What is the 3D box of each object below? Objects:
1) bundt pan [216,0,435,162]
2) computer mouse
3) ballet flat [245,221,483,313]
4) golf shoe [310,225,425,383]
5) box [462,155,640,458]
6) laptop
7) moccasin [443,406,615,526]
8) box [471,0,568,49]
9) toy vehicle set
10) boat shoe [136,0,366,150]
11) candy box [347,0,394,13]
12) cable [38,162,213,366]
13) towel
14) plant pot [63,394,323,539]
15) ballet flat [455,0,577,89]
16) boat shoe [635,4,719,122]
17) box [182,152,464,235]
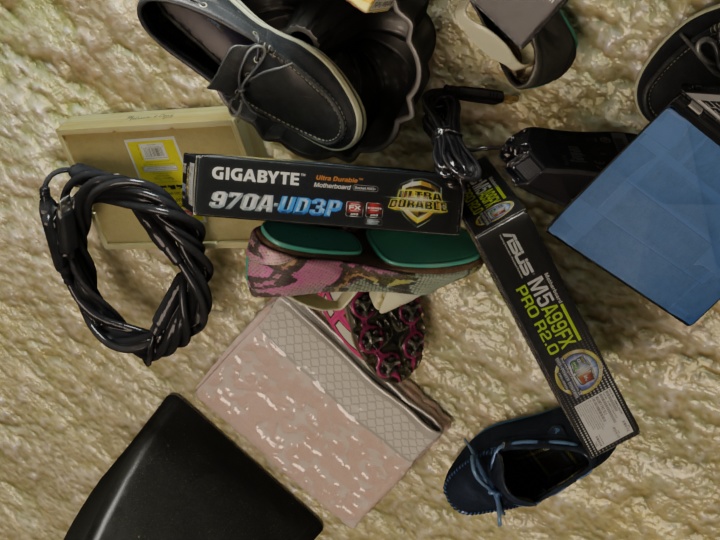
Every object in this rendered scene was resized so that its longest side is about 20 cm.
[{"bbox_3d":[-0.027,-0.187,1.396,0.201,0.076,0.203,17,129,22],"label":"bundt pan"},{"bbox_3d":[0.137,-0.085,1.351,0.199,0.141,0.046,1,124,-14],"label":"computer mouse"},{"bbox_3d":[0.000,0.000,1.463,0.199,0.069,0.071,1,123,-24],"label":"ballet flat"},{"bbox_3d":[-0.011,0.004,1.542,0.092,0.072,0.201,11,132,60],"label":"golf shoe"},{"bbox_3d":[0.135,0.025,1.397,0.044,0.160,0.201,-28,108,3],"label":"box"},{"bbox_3d":[0.269,-0.033,1.230,0.199,0.117,0.187,11,166,47],"label":"laptop"},{"bbox_3d":[0.133,0.164,1.557,0.081,0.068,0.200,46,134,-6],"label":"moccasin"},{"bbox_3d":[0.142,-0.260,1.175,0.106,0.122,0.200,42,118,-2],"label":"box"},{"bbox_3d":[-0.162,-0.078,1.596,0.199,0.027,0.125,0,122,33],"label":"toy vehicle set"},{"bbox_3d":[-0.084,-0.152,1.364,0.200,0.062,0.075,39,132,0],"label":"boat shoe"},{"bbox_3d":[0.015,-0.291,1.251,0.115,0.055,0.201,36,110,11],"label":"candy box"},{"bbox_3d":[-0.200,-0.003,1.631,0.162,0.051,0.201,4,122,24],"label":"cable"},{"bbox_3d":[-0.037,0.126,1.664,0.200,0.032,0.191,41,134,1],"label":"towel"},{"bbox_3d":[-0.191,0.282,1.776,0.200,0.178,0.200,40,135,-1],"label":"plant pot"},{"bbox_3d":[0.085,-0.215,1.305,0.200,0.068,0.068,54,149,-12],"label":"ballet flat"},{"bbox_3d":[0.263,-0.144,1.244,0.199,0.062,0.075,-24,110,43],"label":"boat shoe"},{"bbox_3d":[-0.033,-0.059,1.387,0.199,0.159,0.046,4,94,-8],"label":"box"}]
